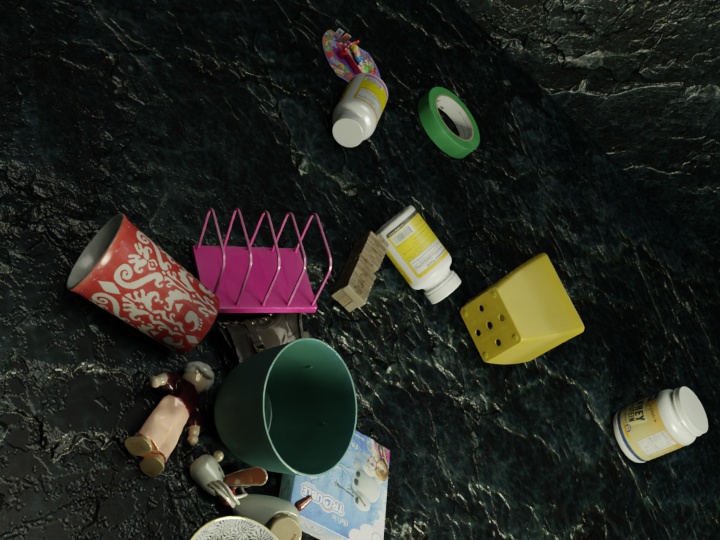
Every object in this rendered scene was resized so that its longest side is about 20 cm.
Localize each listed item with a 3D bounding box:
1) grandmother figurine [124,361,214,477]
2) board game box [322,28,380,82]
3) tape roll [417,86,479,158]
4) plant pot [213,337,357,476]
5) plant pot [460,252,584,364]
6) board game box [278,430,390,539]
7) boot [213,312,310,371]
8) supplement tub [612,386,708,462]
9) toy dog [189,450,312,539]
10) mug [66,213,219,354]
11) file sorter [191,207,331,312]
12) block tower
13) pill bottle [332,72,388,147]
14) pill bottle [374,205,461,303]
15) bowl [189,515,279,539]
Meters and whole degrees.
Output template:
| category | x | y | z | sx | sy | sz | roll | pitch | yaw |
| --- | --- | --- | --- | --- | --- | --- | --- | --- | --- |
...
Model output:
| category | x | y | z | sx | sy | sz | roll | pitch | yaw |
| --- | --- | --- | --- | --- | --- | --- | --- | --- | --- |
| grandmother figurine | -0.276 | 0.202 | 1.278 | 0.201 | 0.060 | 0.122 | -60 | 138 | -54 |
| board game box | -0.008 | -0.530 | 2.160 | 0.199 | 0.039 | 0.160 | 22 | 47 | -37 |
| tape roll | 0.241 | -0.402 | 2.340 | 0.199 | 0.048 | 0.202 | 30 | 43 | -32 |
| plant pot | -0.128 | 0.213 | 1.321 | 0.199 | 0.160 | 0.203 | 15 | 70 | -46 |
| plant pot | 0.348 | 0.106 | 1.962 | 0.175 | 0.200 | 0.202 | -15 | 74 | -40 |
| board game box | -0.040 | 0.351 | 1.437 | 0.199 | 0.043 | 0.201 | 34 | 43 | -27 |
| boot | -0.175 | 0.091 | 1.468 | 0.173 | 0.069 | 0.202 | -2 | 61 | -45 |
| supplement tub | 0.761 | 0.390 | 2.188 | 0.144 | 0.199 | 0.146 | 29 | 43 | -31 |
| toy dog | -0.148 | 0.330 | 1.274 | 0.097 | 0.131 | 0.200 | -49 | 113 | -24 |
| mug | -0.317 | 0.012 | 1.316 | 0.200 | 0.133 | 0.179 | 40 | 40 | -25 |
| file sorter | -0.164 | -0.022 | 1.449 | 0.198 | 0.126 | 0.140 | 1 | 48 | -27 |
| block tower | 0.000 | 0.000 | 1.748 | 0.054 | 0.058 | 0.201 | 43 | 36 | -15 |
| pill bottle | -0.005 | -0.367 | 1.985 | 0.104 | 0.104 | 0.201 | 42 | 38 | -17 |
| pill bottle | 0.127 | -0.031 | 1.869 | 0.201 | 0.111 | 0.111 | 53 | 36 | -4 |
| bowl | -0.184 | 0.444 | 1.157 | 0.199 | 0.094 | 0.203 | 28 | 45 | -31 |
